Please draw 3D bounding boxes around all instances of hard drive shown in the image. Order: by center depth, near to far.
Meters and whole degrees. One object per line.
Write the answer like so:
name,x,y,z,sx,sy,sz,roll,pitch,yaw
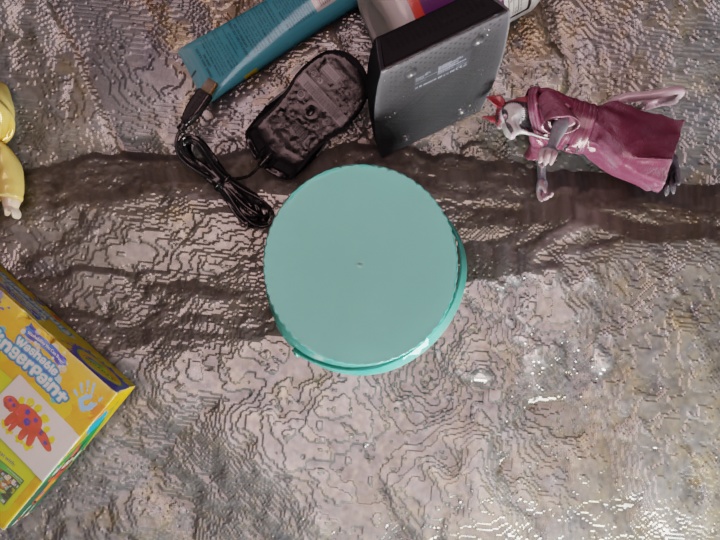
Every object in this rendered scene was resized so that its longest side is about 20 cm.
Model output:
hard drive,0.065,-0.179,0.750,0.133,0.200,0.043,-26,78,-4

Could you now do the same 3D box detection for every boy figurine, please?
boy figurine,-0.391,-0.092,0.805,0.123,0.064,0.203,23,89,3

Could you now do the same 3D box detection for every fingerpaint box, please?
fingerpaint box,-0.353,0.115,0.786,0.199,0.073,0.167,40,88,1

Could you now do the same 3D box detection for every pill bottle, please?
pill bottle,0.102,-0.284,0.796,0.198,0.112,0.113,-30,87,-8

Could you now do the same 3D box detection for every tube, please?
tube,-0.091,-0.250,0.828,0.198,0.050,0.078,-31,63,0

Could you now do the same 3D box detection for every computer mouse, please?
computer mouse,-0.094,-0.158,0.819,0.140,0.046,0.201,39,96,-11

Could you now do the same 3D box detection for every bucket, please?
bucket,0.000,0.000,0.769,0.203,0.135,0.211,0,86,-1

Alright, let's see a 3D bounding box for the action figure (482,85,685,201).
action figure,0.217,-0.144,0.783,0.197,0.134,0.151,19,85,-2
